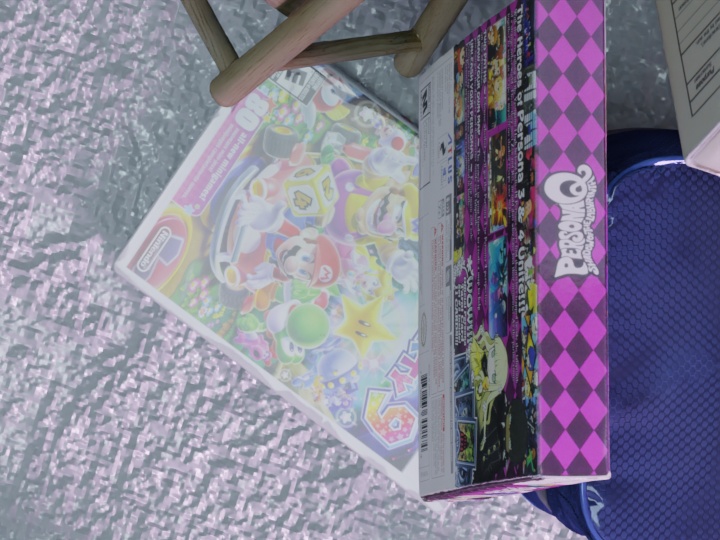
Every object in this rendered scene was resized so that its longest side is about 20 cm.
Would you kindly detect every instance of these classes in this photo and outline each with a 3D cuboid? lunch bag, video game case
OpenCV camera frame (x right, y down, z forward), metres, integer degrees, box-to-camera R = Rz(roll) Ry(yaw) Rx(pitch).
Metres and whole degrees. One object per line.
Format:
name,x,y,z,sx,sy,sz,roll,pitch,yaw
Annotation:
lunch bag,0.142,0.038,1.140,0.136,0.132,0.201,2,97,-13
video game case,0.000,0.000,1.227,0.200,0.018,0.143,36,101,7
video game case,0.062,-0.005,1.107,0.036,0.181,0.201,2,81,-13

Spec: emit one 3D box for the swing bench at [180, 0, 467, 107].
swing bench,-0.009,-0.210,1.099,0.200,0.130,0.199,-44,69,41

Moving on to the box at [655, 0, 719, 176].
box,0.197,-0.138,1.056,0.109,0.200,0.128,18,137,-25
